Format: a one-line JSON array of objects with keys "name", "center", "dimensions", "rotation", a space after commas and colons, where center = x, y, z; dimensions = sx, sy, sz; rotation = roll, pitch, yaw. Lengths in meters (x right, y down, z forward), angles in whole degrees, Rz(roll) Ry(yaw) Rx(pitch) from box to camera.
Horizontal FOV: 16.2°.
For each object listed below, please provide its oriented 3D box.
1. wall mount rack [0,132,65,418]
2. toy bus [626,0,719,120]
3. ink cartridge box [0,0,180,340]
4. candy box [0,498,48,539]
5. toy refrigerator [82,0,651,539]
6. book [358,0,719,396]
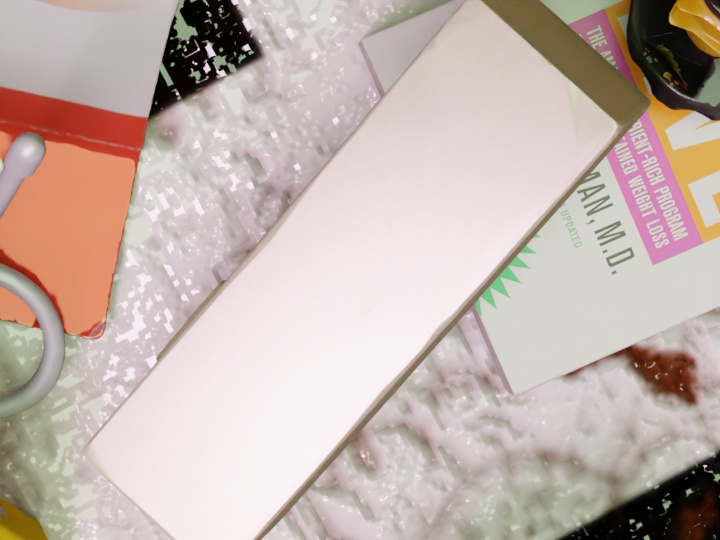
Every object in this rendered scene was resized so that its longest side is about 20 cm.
[{"name": "wall mount rack", "center": [-0.183, -0.009, 0.811], "dimensions": [0.199, 0.075, 0.174], "rotation": [22, 118, -11]}, {"name": "toy bus", "center": [0.129, -0.166, 0.801], "dimensions": [0.200, 0.136, 0.192], "rotation": [42, 75, 6]}, {"name": "ink cartridge box", "center": [-0.143, -0.086, 0.836], "dimensions": [0.162, 0.050, 0.201], "rotation": [12, 95, -7]}, {"name": "candy box", "center": [-0.176, 0.091, 0.797], "dimensions": [0.102, 0.200, 0.026], "rotation": [-35, 63, 2]}, {"name": "toy refrigerator", "center": [0.000, 0.000, 0.823], "dimensions": [0.070, 0.076, 0.200], "rotation": [42, 107, 4]}, {"name": "book", "center": [0.116, -0.058, 0.873], "dimensions": [0.199, 0.048, 0.134], "rotation": [-24, 94, -1]}]
